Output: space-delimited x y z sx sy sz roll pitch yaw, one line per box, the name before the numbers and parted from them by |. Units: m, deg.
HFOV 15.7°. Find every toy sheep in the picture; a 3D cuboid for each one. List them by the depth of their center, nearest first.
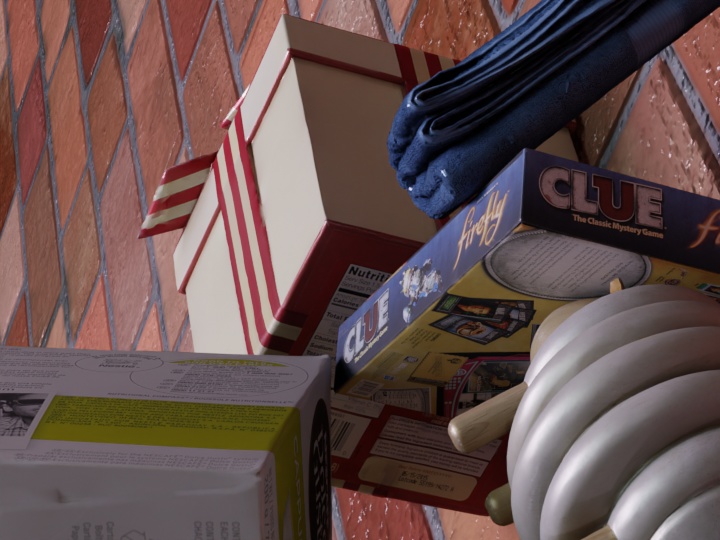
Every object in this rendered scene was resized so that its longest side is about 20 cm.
toy sheep | 0.116 0.079 0.988 0.138 0.137 0.200 -66 34 30

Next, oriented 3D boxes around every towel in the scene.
towel | 0.097 -0.100 1.100 0.200 0.049 0.112 -38 -2 -9

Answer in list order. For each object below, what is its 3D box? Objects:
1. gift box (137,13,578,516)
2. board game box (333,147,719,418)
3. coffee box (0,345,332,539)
gift box | 0.000 0.000 1.308 0.200 0.183 0.187 -57 28 33
board game box | 0.087 0.018 1.108 0.200 0.135 0.035 136 143 -58
coffee box | -0.118 0.150 1.108 0.198 0.198 0.201 -57 -33 -77
